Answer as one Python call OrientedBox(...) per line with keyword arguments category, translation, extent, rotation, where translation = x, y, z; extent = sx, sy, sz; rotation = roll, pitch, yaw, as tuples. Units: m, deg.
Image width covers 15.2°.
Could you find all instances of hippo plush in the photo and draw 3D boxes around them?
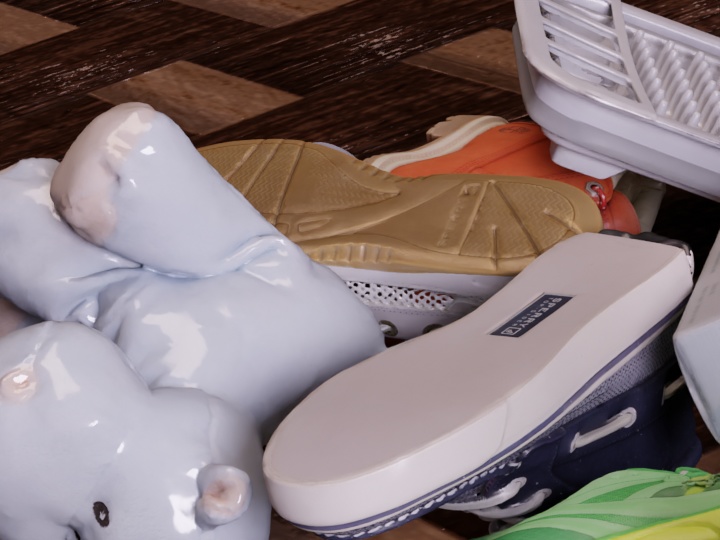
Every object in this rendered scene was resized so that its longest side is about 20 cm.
OrientedBox(category="hippo plush", translation=(-0.076, 0.061, 0.965), extent=(0.200, 0.159, 0.161), rotation=(32, 45, -9))

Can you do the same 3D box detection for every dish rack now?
OrientedBox(category="dish rack", translation=(0.153, -0.060, 1.160), extent=(0.200, 0.044, 0.172), rotation=(19, 20, -7))

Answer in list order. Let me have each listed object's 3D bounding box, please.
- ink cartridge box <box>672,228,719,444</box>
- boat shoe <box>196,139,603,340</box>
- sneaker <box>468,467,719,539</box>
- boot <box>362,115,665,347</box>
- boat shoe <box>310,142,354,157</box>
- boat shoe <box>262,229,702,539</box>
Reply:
OrientedBox(category="ink cartridge box", translation=(0.213, -0.018, 0.924), extent=(0.200, 0.047, 0.160), rotation=(-22, 10, 21))
OrientedBox(category="boat shoe", translation=(0.000, 0.000, 1.039), extent=(0.200, 0.069, 0.071), rotation=(10, 46, 26))
OrientedBox(category="sneaker", translation=(0.117, 0.085, 0.856), extent=(0.200, 0.074, 0.084), rotation=(-10, 25, -1))
OrientedBox(category="boot", translation=(0.059, -0.017, 1.146), extent=(0.107, 0.075, 0.200), rotation=(7, 26, 26))
OrientedBox(category="boat shoe", translation=(-0.072, 0.019, 1.133), extent=(0.200, 0.074, 0.065), rotation=(-33, 1, -36))
OrientedBox(category="boat shoe", translation=(0.051, 0.064, 0.911), extent=(0.075, 0.093, 0.200), rotation=(11, 30, 43))
